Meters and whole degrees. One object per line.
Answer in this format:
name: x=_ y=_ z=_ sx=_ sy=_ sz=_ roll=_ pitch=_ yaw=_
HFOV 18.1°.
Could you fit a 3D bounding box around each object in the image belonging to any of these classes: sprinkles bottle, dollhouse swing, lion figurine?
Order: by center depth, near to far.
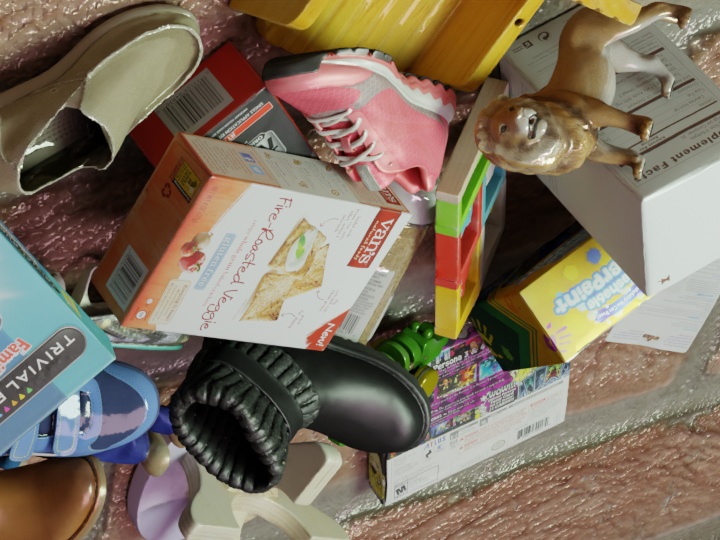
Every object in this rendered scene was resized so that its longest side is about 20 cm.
dollhouse swing: x=0.060 y=-0.174 z=1.571 sx=0.200 sy=0.176 sz=0.182 roll=15 pitch=118 yaw=-48
lion figurine: x=0.166 y=-0.139 z=1.666 sx=0.073 sy=0.122 sz=0.200 roll=93 pitch=18 yaw=-48
sprinkles bottle: x=0.000 y=0.000 z=1.790 sx=0.068 sy=0.068 sz=0.200 roll=1 pitch=129 yaw=-40

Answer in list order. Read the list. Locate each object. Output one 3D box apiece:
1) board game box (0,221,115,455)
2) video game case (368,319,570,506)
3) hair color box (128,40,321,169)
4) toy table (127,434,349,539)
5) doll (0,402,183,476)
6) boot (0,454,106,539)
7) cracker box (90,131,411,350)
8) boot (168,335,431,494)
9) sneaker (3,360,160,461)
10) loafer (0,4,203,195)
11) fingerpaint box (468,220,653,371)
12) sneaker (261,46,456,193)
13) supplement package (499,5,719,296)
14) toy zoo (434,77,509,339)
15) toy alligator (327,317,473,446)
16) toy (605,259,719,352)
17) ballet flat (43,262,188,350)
board game box: x=-0.287 y=0.031 z=1.522 sx=0.151 sy=0.047 sz=0.200 roll=-40 pitch=113 yaw=2
video game case: x=0.098 y=0.106 z=2.009 sx=0.199 sy=0.036 sz=0.182 roll=-24 pitch=141 yaw=-20
hair color box: x=-0.080 y=-0.068 z=1.658 sx=0.101 sy=0.061 sz=0.200 roll=-39 pitch=144 yaw=0
toy table: x=-0.099 y=0.179 z=1.852 sx=0.183 sy=0.117 sz=0.200 roll=0 pitch=130 yaw=-42
doll: x=-0.223 y=0.116 z=1.738 sx=0.199 sy=0.049 sz=0.137 roll=9 pitch=134 yaw=-42
boot: x=-0.301 y=0.169 z=1.662 sx=0.199 sy=0.077 sz=0.155 roll=-14 pitch=158 yaw=35
cracker box: x=-0.076 y=-0.017 z=1.615 sx=0.199 sy=0.058 sz=0.134 roll=8 pitch=123 yaw=-45
boot: x=-0.045 y=0.114 z=1.728 sx=0.210 sy=0.158 sz=0.080 roll=27 pitch=119 yaw=-10
sneaker: x=-0.242 y=0.104 z=1.626 sx=0.199 sy=0.082 sz=0.074 roll=-1 pitch=98 yaw=-12
loafer: x=-0.179 y=-0.107 z=1.514 sx=0.200 sy=0.068 sz=0.076 roll=-36 pitch=145 yaw=-22
fingerpaint box: x=0.199 y=-0.005 z=1.863 sx=0.200 sy=0.074 sz=0.167 roll=-36 pitch=-176 yaw=-13
sneaker: x=0.005 y=-0.103 z=1.603 sx=0.200 sy=0.073 sz=0.087 roll=14 pitch=75 yaw=-53
supplement package: x=0.211 y=-0.101 z=1.751 sx=0.117 sy=0.200 sz=0.117 roll=-28 pitch=143 yaw=-14
toy zoo: x=0.088 y=-0.038 z=1.797 sx=0.201 sy=0.020 sz=0.131 roll=88 pitch=21 yaw=-48
toy alligator: x=0.039 y=0.070 z=1.881 sx=0.200 sy=0.059 sz=0.054 roll=-42 pitch=151 yaw=-32
toy: x=0.294 y=-0.024 z=2.031 sx=0.115 sy=0.047 sz=0.201 roll=10 pitch=119 yaw=-41
ballet flat: x=-0.214 y=0.029 z=1.655 sx=0.200 sy=0.072 sz=0.072 roll=-4 pitch=132 yaw=-37
